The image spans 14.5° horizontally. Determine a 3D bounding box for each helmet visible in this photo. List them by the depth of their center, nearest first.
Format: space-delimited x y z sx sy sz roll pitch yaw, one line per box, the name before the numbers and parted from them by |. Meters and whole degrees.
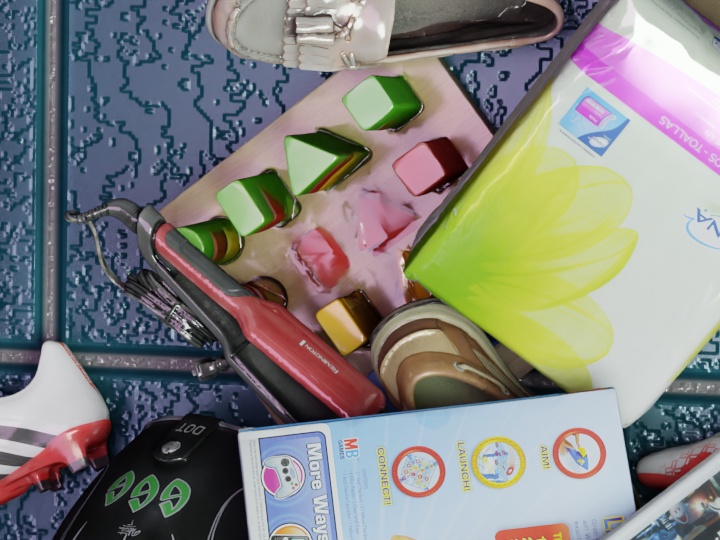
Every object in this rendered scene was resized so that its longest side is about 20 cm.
helmet | -0.086 0.197 1.534 0.199 0.200 0.191 17 67 11

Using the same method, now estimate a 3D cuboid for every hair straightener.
hair straightener | -0.083 0.035 1.521 0.200 0.041 0.077 37 132 1

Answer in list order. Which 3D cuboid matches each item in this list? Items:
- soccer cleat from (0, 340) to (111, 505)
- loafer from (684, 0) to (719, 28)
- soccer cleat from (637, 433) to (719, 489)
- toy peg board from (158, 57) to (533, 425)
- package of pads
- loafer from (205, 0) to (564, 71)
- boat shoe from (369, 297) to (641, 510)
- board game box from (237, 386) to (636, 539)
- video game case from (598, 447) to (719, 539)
soccer cleat | -0.239 0.110 1.644 0.199 0.069 0.085 -25 80 10
loafer | 0.204 -0.129 1.520 0.076 0.067 0.200 -39 86 11
soccer cleat | 0.248 0.087 1.524 0.199 0.069 0.086 -4 85 10
toy peg board | 0.000 0.000 1.562 0.200 0.098 0.199 -37 86 13
package of pads | 0.141 -0.034 1.471 0.154 0.068 0.200 36 110 -7
loafer | 0.018 -0.141 1.508 0.063 0.199 0.072 50 140 43
boat shoe | 0.079 0.101 1.526 0.076 0.074 0.200 -42 116 15
board game box | 0.045 0.170 1.414 0.195 0.056 0.201 -6 67 -2
video game case | 0.173 0.202 1.374 0.182 0.200 0.023 57 140 2
